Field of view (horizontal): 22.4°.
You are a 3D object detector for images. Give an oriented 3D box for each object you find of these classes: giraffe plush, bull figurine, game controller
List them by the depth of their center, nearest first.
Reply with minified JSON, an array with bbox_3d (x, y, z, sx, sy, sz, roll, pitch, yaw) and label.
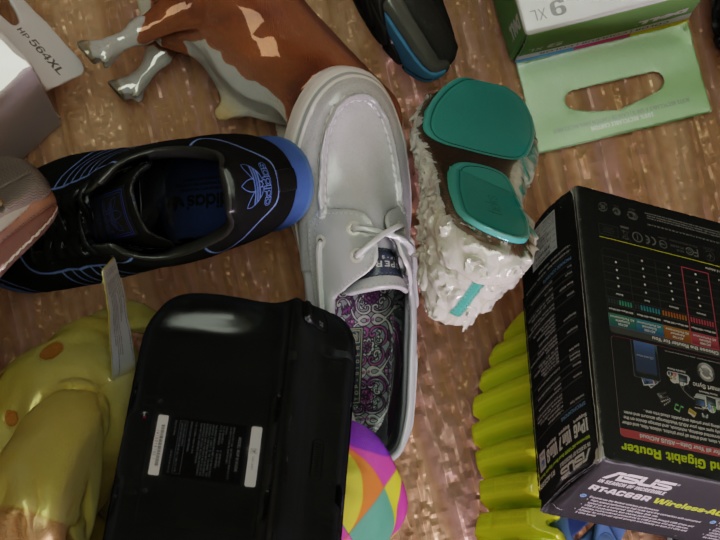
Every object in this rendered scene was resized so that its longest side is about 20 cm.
[{"bbox_3d":[-0.058,0.089,0.821,0.103,0.042,0.201,2,46,4],"label":"game controller"},{"bbox_3d":[-0.185,0.094,0.889,0.161,0.172,0.202,0,94,18],"label":"giraffe plush"},{"bbox_3d":[-0.070,-0.120,0.956,0.121,0.065,0.200,-43,86,-5],"label":"bull figurine"}]

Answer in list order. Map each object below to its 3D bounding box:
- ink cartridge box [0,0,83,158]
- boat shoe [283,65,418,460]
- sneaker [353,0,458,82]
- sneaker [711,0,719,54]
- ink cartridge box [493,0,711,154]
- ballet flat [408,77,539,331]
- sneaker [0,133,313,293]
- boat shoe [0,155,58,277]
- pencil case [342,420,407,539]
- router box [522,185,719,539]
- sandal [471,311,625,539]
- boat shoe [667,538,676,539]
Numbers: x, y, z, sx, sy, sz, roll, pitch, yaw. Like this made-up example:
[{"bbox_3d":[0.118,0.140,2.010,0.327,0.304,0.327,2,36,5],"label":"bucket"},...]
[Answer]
[{"bbox_3d":[-0.251,-0.084,0.910,0.200,0.125,0.129,-44,87,-7],"label":"ink cartridge box"},{"bbox_3d":[0.000,0.000,0.914,0.071,0.068,0.202,1,99,-26],"label":"boat shoe"},{"bbox_3d":[0.020,-0.201,0.968,0.081,0.073,0.201,-19,85,-7],"label":"sneaker"},{"bbox_3d":[0.221,-0.152,0.972,0.083,0.077,0.201,-31,84,-11],"label":"sneaker"},{"bbox_3d":[0.121,-0.175,0.976,0.103,0.059,0.202,-14,84,-5],"label":"ink cartridge box"},{"bbox_3d":[0.050,-0.035,0.910,0.071,0.200,0.072,2,117,5],"label":"ballet flat"},{"bbox_3d":[-0.125,-0.029,0.898,0.199,0.078,0.071,-13,89,24],"label":"sneaker"},{"bbox_3d":[-0.218,0.025,0.832,0.199,0.076,0.072,-37,130,-1],"label":"boat shoe"},{"bbox_3d":[-0.055,0.146,0.847,0.088,0.089,0.200,37,46,2],"label":"pencil case"},{"bbox_3d":[0.180,0.056,0.893,0.199,0.062,0.151,13,54,-21],"label":"router box"},{"bbox_3d":[0.106,0.109,0.940,0.087,0.079,0.202,20,73,-35],"label":"sandal"},{"bbox_3d":[0.184,0.132,0.936,0.073,0.068,0.201,3,82,-3],"label":"boat shoe"}]
